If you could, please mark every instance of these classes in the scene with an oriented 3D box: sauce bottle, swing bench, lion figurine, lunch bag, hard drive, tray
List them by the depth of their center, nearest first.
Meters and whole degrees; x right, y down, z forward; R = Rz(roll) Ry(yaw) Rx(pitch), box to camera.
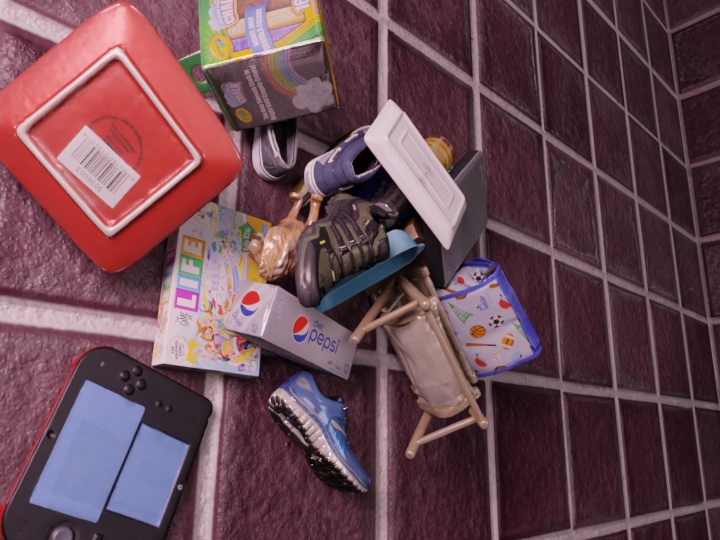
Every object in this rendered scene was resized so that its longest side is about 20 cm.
[{"bbox_3d":[-0.076,-0.028,0.801,0.200,0.070,0.127,38,63,-63],"label":"lion figurine"},{"bbox_3d":[0.088,-0.138,0.820,0.201,0.022,0.109,49,47,-20],"label":"tray"},{"bbox_3d":[0.089,0.119,0.863,0.204,0.126,0.201,62,15,-13],"label":"swing bench"},{"bbox_3d":[0.081,-0.134,0.881,0.067,0.065,0.201,55,47,-19],"label":"sauce bottle"},{"bbox_3d":[0.158,-0.090,0.951,0.200,0.032,0.144,-48,135,-45],"label":"hard drive"},{"bbox_3d":[0.185,0.080,0.970,0.173,0.197,0.124,56,49,-17],"label":"lunch bag"}]

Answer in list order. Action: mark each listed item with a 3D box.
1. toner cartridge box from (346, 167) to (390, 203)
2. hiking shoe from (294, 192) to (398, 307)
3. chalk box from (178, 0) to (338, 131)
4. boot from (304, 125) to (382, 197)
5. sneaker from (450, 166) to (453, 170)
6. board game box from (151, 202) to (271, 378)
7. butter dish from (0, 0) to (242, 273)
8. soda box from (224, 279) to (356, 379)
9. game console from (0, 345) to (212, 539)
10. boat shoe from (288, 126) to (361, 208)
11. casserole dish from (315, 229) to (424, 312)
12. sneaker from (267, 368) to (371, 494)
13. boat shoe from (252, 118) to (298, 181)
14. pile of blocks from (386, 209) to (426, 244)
[{"bbox_3d":[0.023,-0.137,0.935,0.043,0.093,0.203,49,51,-24],"label":"toner cartridge box"},{"bbox_3d":[-0.015,-0.030,0.728,0.203,0.097,0.078,-64,155,-44],"label":"hiking shoe"},{"bbox_3d":[-0.136,-0.276,0.751,0.125,0.192,0.128,73,7,-65],"label":"chalk box"},{"bbox_3d":[0.010,-0.162,0.836,0.200,0.088,0.075,-44,118,-43],"label":"boot"},{"bbox_3d":[0.146,-0.127,1.055,0.202,0.064,0.093,-75,148,-60],"label":"sneaker"},{"bbox_3d":[-0.182,0.023,0.732,0.132,0.034,0.208,16,69,-41],"label":"board game box"},{"bbox_3d":[-0.255,-0.142,0.632,0.197,0.148,0.202,-37,113,-1],"label":"butter dish"},{"bbox_3d":[-0.082,0.081,0.754,0.199,0.066,0.066,38,64,-51],"label":"soda box"},{"bbox_3d":[-0.257,0.203,0.616,0.175,0.030,0.206,37,57,-33],"label":"game console"},{"bbox_3d":[-0.036,-0.151,0.893,0.065,0.072,0.201,50,49,-16],"label":"boat shoe"},{"bbox_3d":[0.000,0.000,0.830,0.195,0.121,0.040,-29,80,-3],"label":"casserole dish"},{"bbox_3d":[-0.038,0.221,0.798,0.089,0.077,0.203,-46,112,-38],"label":"sneaker"},{"bbox_3d":[-0.119,-0.235,0.835,0.070,0.067,0.208,11,72,-42],"label":"boat shoe"},{"bbox_3d":[0.062,-0.091,0.955,0.083,0.061,0.202,53,19,-20],"label":"pile of blocks"}]
